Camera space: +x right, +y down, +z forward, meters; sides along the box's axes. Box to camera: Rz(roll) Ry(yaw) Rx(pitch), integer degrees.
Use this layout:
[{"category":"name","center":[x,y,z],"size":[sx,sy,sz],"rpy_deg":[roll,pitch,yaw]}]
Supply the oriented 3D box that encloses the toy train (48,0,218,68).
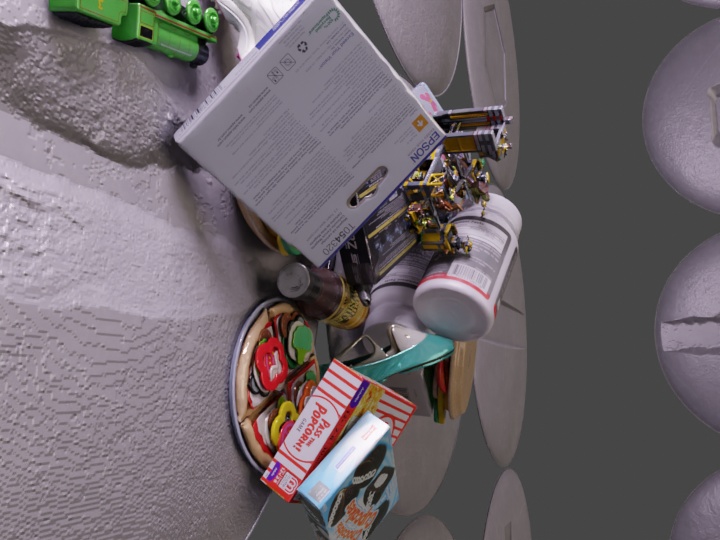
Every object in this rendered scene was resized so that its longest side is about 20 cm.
[{"category":"toy train","center":[-0.187,-0.220,0.621],"size":[0.200,0.041,0.057],"rpy_deg":[-8,104,-68]}]

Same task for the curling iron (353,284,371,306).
[{"category":"curling iron","center":[0.000,0.000,0.945],"size":[0.050,0.026,0.200],"rpy_deg":[47,8,-18]}]

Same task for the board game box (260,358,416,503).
[{"category":"board game box","center":[-0.017,0.198,0.846],"size":[0.152,0.046,0.200],"rpy_deg":[-58,152,-4]}]

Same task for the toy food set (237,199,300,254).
[{"category":"toy food set","center":[-0.083,-0.116,0.825],"size":[0.200,0.048,0.200],"rpy_deg":[-56,138,-56]}]

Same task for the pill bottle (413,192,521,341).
[{"category":"pill bottle","center":[0.157,-0.009,1.014],"size":[0.201,0.113,0.114],"rpy_deg":[-61,142,-38]}]

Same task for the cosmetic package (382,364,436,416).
[{"category":"cosmetic package","center":[0.089,0.125,1.176],"size":[0.201,0.084,0.108],"rpy_deg":[-69,151,-43]}]

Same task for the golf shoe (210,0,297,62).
[{"category":"golf shoe","center":[-0.096,-0.262,0.731],"size":[0.201,0.091,0.075],"rpy_deg":[67,12,1]}]

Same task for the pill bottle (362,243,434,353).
[{"category":"pill bottle","center":[0.074,0.039,1.096],"size":[0.201,0.113,0.114],"rpy_deg":[-71,148,-43]}]

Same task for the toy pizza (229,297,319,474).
[{"category":"toy pizza","center":[-0.086,0.132,0.823],"size":[0.200,0.031,0.202],"rpy_deg":[-4,90,-68]}]

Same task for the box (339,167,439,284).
[{"category":"box","center":[0.033,-0.097,0.908],"size":[0.200,0.049,0.163],"rpy_deg":[-42,124,-50]}]

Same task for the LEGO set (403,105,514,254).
[{"category":"LEGO set","center":[0.144,-0.120,0.935],"size":[0.201,0.115,0.155],"rpy_deg":[-58,138,-42]}]

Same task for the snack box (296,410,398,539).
[{"category":"snack box","center":[-0.008,0.259,0.828],"size":[0.116,0.037,0.201],"rpy_deg":[-44,149,-25]}]

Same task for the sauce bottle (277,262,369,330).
[{"category":"sauce bottle","center":[-0.044,0.032,0.881],"size":[0.200,0.065,0.067],"rpy_deg":[28,61,-69]}]

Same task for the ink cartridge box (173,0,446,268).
[{"category":"ink cartridge box","center":[-0.044,-0.134,0.709],"size":[0.200,0.196,0.043],"rpy_deg":[43,4,-32]}]

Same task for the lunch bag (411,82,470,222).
[{"category":"lunch bag","center":[0.103,-0.174,1.135],"size":[0.201,0.127,0.170],"rpy_deg":[54,32,-11]}]

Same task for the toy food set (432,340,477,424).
[{"category":"toy food set","center":[0.153,0.140,1.153],"size":[0.198,0.048,0.201],"rpy_deg":[-64,155,-52]}]

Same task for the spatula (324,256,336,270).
[{"category":"spatula","center":[-0.027,-0.071,1.006],"size":[0.057,0.020,0.201],"rpy_deg":[84,17,-57]}]

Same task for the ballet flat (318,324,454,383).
[{"category":"ballet flat","center":[0.033,0.111,0.946],"size":[0.071,0.199,0.067],"rpy_deg":[70,-15,-9]}]
